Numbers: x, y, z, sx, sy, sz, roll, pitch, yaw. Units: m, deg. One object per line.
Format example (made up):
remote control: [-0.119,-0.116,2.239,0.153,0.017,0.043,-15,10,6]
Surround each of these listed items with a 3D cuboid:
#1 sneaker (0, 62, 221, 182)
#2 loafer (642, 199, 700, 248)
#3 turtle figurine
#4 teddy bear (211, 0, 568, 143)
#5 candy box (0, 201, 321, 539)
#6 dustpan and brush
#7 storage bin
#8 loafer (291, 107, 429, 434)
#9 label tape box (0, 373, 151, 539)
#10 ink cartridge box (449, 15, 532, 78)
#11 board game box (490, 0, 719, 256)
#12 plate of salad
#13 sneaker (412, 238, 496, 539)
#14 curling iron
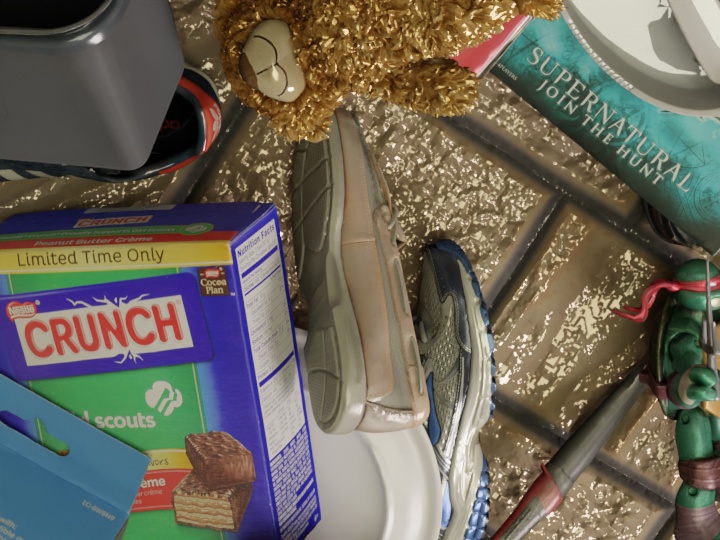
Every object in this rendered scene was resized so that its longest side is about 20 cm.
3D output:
sneaker: [-0.175,-0.081,1.113,0.199,0.085,0.075,-9,109,-8]
loafer: [0.220,-0.105,1.195,0.072,0.063,0.201,9,105,-15]
turtle figurine: [0.225,0.066,1.232,0.149,0.100,0.201,-24,119,-37]
teddy bear: [0.008,-0.133,0.996,0.199,0.067,0.145,-9,125,20]
candy box: [-0.123,0.067,1.142,0.168,0.077,0.201,-2,108,19]
dustpan and brush: [0.203,-0.118,1.108,0.139,0.057,0.201,-27,100,15]
storage bin: [-0.187,-0.136,1.036,0.199,0.146,0.135,6,145,17]
loafer: [0.000,0.000,1.148,0.063,0.072,0.201,5,66,-22]
label tape box: [-0.222,0.164,1.137,0.144,0.063,0.201,28,119,7]
ink cartridge box: [0.002,-0.194,1.066,0.200,0.176,0.084,39,97,-19]
board game box: [0.175,-0.122,1.159,0.200,0.028,0.135,39,109,-3]
plate of salad: [-0.043,0.124,1.204,0.199,0.048,0.201,6,110,17]
sneaker: [0.036,0.080,1.212,0.085,0.077,0.201,-1,107,-6]
curling iron: [0.115,0.135,1.263,0.026,0.050,0.200,40,91,-20]
